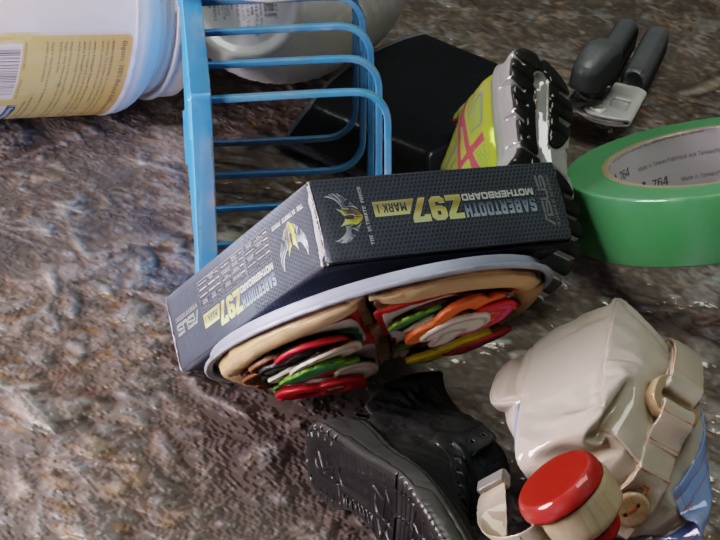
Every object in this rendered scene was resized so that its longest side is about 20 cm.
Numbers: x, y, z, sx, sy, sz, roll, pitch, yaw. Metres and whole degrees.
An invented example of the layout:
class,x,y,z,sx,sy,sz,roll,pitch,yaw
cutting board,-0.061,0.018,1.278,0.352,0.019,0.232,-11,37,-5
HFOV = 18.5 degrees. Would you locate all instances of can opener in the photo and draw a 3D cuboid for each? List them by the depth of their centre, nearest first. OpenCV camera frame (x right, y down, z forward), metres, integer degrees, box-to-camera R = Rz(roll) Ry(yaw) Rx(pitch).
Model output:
class,x,y,z,sx,sy,sz,roll,pitch,yaw
can opener,0.204,-0.159,1.717,0.052,0.067,0.200,18,25,11

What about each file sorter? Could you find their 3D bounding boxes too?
class,x,y,z,sx,sy,sz,roll,pitch,yaw
file sorter,-0.051,-0.095,1.396,0.121,0.140,0.201,-3,31,-6

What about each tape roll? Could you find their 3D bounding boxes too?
class,x,y,z,sx,sy,sz,roll,pitch,yaw
tape roll,0.237,-0.056,1.482,0.198,0.049,0.201,-10,17,3

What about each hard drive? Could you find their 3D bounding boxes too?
class,x,y,z,sx,sy,sz,roll,pitch,yaw
hard drive,0.044,-0.114,1.588,0.134,0.043,0.200,24,31,19

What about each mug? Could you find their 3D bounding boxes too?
class,x,y,z,sx,sy,sz,roll,pitch,yaw
mug,-0.052,-0.231,1.565,0.146,0.202,0.175,11,18,14

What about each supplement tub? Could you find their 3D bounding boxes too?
class,x,y,z,sx,sy,sz,roll,pitch,yaw
supplement tub,-0.220,-0.174,1.480,0.198,0.146,0.145,-4,33,-29

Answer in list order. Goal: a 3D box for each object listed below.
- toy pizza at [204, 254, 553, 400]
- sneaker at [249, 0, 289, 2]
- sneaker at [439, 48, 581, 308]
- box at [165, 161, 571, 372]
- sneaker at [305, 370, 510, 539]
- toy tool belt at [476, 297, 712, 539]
class,x,y,z,sx,sy,sz,roll,pitch,yaw
toy pizza,0.013,0.037,1.208,0.199,0.200,0.032,-8,76,-33
sneaker,-0.025,-0.228,1.393,0.198,0.100,0.071,-4,33,-12
sneaker,0.090,-0.046,1.453,0.078,0.090,0.201,33,46,-28
box,0.000,0.000,1.231,0.156,0.200,0.051,-5,74,-30
sneaker,0.042,0.111,1.170,0.103,0.061,0.200,-4,22,-27
toy tool belt,0.138,0.111,1.151,0.123,0.124,0.200,53,21,-18
